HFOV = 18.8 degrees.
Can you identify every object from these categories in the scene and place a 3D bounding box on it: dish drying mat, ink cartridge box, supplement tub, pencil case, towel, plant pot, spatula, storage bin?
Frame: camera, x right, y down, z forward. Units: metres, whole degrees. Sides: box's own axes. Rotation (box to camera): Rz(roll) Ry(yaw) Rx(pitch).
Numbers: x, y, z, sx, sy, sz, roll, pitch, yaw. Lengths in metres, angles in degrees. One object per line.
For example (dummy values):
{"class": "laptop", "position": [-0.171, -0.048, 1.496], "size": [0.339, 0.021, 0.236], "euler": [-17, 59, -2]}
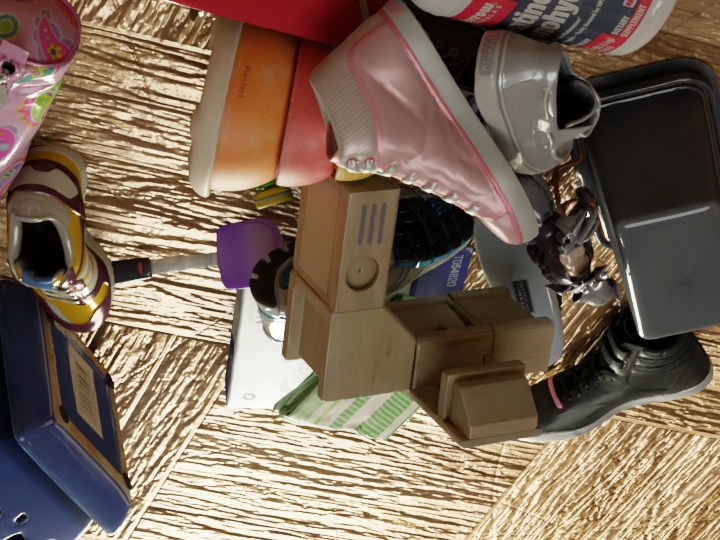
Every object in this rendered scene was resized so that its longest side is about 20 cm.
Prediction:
{"class": "dish drying mat", "position": [-0.055, -0.198, 1.476], "size": [0.200, 0.018, 0.077], "euler": [9, 122, -42]}
{"class": "ink cartridge box", "position": [-0.012, 0.051, 1.878], "size": [0.199, 0.041, 0.200], "euler": [0, 141, -8]}
{"class": "supplement tub", "position": [0.110, -0.231, 1.466], "size": [0.200, 0.141, 0.140], "euler": [10, 139, -20]}
{"class": "pencil case", "position": [-0.273, -0.121, 1.592], "size": [0.087, 0.088, 0.200], "euler": [13, 139, -23]}
{"class": "towel", "position": [0.024, 0.083, 1.847], "size": [0.153, 0.023, 0.200], "euler": [-44, 155, 13]}
{"class": "plant pot", "position": [-0.308, 0.138, 1.831], "size": [0.179, 0.200, 0.200], "euler": [-24, 138, 10]}
{"class": "spatula", "position": [-0.156, -0.005, 1.789], "size": [0.199, 0.057, 0.021], "euler": [-7, 178, 12]}
{"class": "storage bin", "position": [0.231, -0.045, 1.720], "size": [0.145, 0.135, 0.200], "euler": [-12, 140, 7]}

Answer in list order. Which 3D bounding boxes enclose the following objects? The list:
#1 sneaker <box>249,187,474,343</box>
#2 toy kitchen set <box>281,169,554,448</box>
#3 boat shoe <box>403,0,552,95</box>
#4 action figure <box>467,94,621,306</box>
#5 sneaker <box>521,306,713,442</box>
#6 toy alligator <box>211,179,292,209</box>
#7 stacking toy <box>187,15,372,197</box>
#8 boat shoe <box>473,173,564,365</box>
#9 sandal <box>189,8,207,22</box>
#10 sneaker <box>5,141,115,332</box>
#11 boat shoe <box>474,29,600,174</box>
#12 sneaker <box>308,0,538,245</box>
{"class": "sneaker", "position": [0.000, 0.000, 1.766], "size": [0.200, 0.075, 0.087], "euler": [-22, 148, -16]}
{"class": "toy kitchen set", "position": [0.071, 0.017, 1.648], "size": [0.200, 0.163, 0.181], "euler": [-6, 118, -27]}
{"class": "boat shoe", "position": [0.061, -0.168, 1.590], "size": [0.200, 0.073, 0.072], "euler": [10, 138, -19]}
{"class": "action figure", "position": [0.134, -0.047, 1.670], "size": [0.200, 0.069, 0.130], "euler": [47, 160, -6]}
{"class": "sneaker", "position": [0.211, 0.086, 1.935], "size": [0.200, 0.071, 0.099], "euler": [-18, 139, 5]}
{"class": "toy alligator", "position": [-0.028, -0.095, 1.690], "size": [0.200, 0.059, 0.054], "euler": [-18, -177, 9]}
{"class": "stacking toy", "position": [-0.019, -0.107, 1.569], "size": [0.199, 0.146, 0.146], "euler": [13, 139, -2]}
{"class": "boat shoe", "position": [0.137, -0.014, 1.796], "size": [0.070, 0.066, 0.200], "euler": [-9, 123, 10]}
{"class": "sandal", "position": [-0.067, -0.250, 1.471], "size": [0.069, 0.078, 0.212], "euler": [3, 134, -13]}
{"class": "sneaker", "position": [-0.246, -0.005, 1.723], "size": [0.075, 0.090, 0.200], "euler": [2, 136, 10]}
{"class": "boat shoe", "position": [0.133, -0.117, 1.521], "size": [0.068, 0.072, 0.200], "euler": [8, 161, 18]}
{"class": "sneaker", "position": [0.037, -0.081, 1.508], "size": [0.105, 0.075, 0.200], "euler": [-35, 112, -1]}
